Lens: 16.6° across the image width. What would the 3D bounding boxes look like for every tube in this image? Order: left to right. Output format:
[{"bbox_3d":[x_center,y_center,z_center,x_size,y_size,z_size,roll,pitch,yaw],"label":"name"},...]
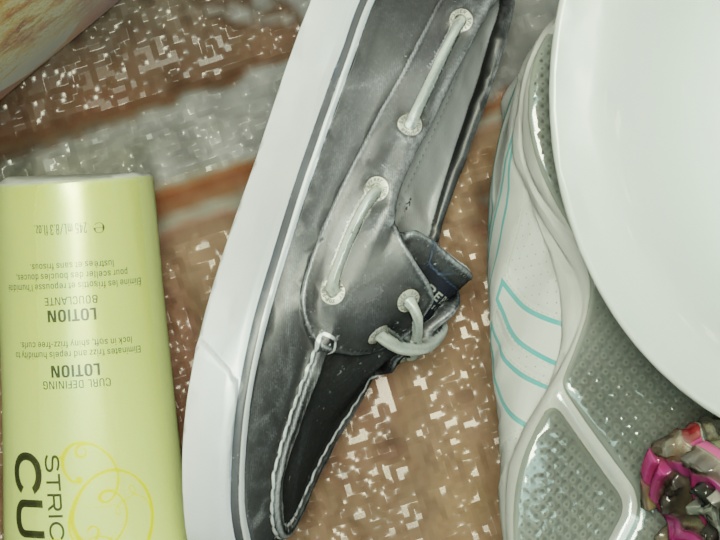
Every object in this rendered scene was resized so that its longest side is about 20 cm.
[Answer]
[{"bbox_3d":[-0.083,0.070,0.775,0.058,0.052,0.202,0,94,43],"label":"tube"}]

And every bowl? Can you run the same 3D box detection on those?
[{"bbox_3d":[0.156,-0.051,0.663,0.200,0.090,0.203,-1,89,40],"label":"bowl"}]

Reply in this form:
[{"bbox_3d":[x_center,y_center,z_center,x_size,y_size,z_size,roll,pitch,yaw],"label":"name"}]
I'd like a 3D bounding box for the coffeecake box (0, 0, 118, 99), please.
[{"bbox_3d":[-0.117,-0.103,0.727,0.200,0.154,0.073,-40,87,1],"label":"coffeecake box"}]

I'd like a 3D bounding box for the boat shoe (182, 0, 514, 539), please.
[{"bbox_3d":[0.000,0.000,0.758,0.067,0.072,0.201,15,82,17],"label":"boat shoe"}]

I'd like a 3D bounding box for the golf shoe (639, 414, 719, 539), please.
[{"bbox_3d":[0.168,0.103,0.664,0.092,0.073,0.200,-29,67,-22],"label":"golf shoe"}]

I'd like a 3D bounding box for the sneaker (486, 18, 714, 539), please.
[{"bbox_3d":[0.072,0.022,0.752,0.070,0.080,0.202,3,84,-12],"label":"sneaker"}]
